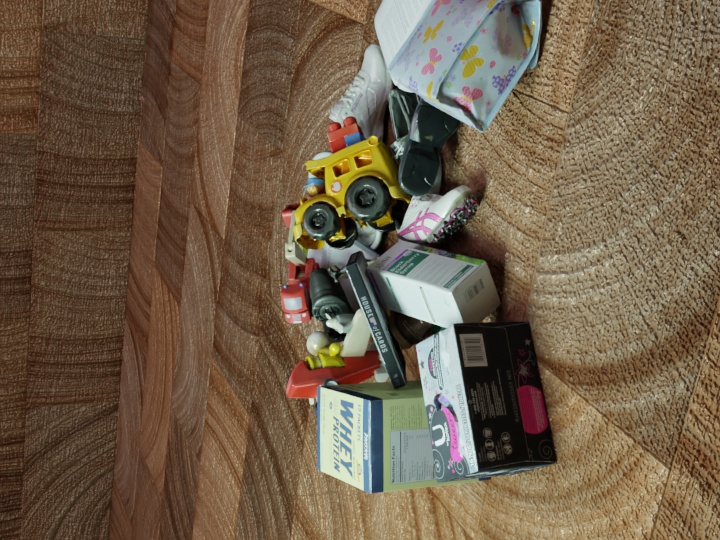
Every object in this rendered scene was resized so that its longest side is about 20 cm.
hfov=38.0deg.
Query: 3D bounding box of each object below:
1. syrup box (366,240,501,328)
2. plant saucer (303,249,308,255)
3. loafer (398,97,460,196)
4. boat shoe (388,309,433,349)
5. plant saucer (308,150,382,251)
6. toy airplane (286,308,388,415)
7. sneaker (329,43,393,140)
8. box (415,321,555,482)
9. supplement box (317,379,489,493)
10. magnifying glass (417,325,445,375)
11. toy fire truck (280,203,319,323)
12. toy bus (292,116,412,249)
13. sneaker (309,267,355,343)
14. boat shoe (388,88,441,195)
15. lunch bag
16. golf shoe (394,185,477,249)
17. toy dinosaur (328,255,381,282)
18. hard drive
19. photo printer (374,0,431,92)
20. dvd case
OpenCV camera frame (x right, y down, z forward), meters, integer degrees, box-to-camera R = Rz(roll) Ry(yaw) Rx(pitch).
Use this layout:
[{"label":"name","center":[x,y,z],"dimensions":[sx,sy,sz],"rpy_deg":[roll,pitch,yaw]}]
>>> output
[{"label":"syrup box","center":[0.106,0.022,1.559],"dimensions":[0.200,0.079,0.082],"rpy_deg":[17,139,51]},{"label":"plant saucer","center":[-0.073,-0.041,2.052],"dimensions":[0.200,0.048,0.201],"rpy_deg":[160,107,-64]},{"label":"loafer","center":[0.103,-0.214,1.615],"dimensions":[0.201,0.073,0.072],"rpy_deg":[-66,11,1]},{"label":"boat shoe","center":[0.082,0.053,1.690],"dimensions":[0.070,0.070,0.200],"rpy_deg":[-44,25,15]},{"label":"plant saucer","center":[-0.015,-0.128,1.875],"dimensions":[0.200,0.050,0.201],"rpy_deg":[38,144,35]},{"label":"toy airplane","center":[-0.031,0.153,1.802],"dimensions":[0.200,0.199,0.141],"rpy_deg":[-45,64,2]},{"label":"sneaker","center":[0.001,-0.296,1.827],"dimensions":[0.075,0.099,0.201],"rpy_deg":[-141,56,-61]},{"label":"box","center":[0.167,0.182,1.444],"dimensions":[0.115,0.132,0.201],"rpy_deg":[-38,56,58]},{"label":"supplement box","center":[0.061,0.246,1.594],"dimensions":[0.200,0.199,0.135],"rpy_deg":[180,90,-65]},{"label":"magnifying glass","center":[0.126,0.086,1.660],"dimensions":[0.080,0.022,0.201],"rpy_deg":[-119,35,-49]},{"label":"toy fire truck","center":[-0.110,-0.016,1.862],"dimensions":[0.200,0.049,0.141],"rpy_deg":[-79,-22,-55]},{"label":"toy bus","center":[-0.028,-0.146,1.725],"dimensions":[0.136,0.199,0.193],"rpy_deg":[21,-132,-72]},{"label":"sneaker","center":[-0.045,0.062,1.848],"dimensions":[0.200,0.076,0.091],"rpy_deg":[74,179,-60]},{"label":"boat shoe","center":[0.080,-0.200,1.691],"dimensions":[0.072,0.071,0.201],"rpy_deg":[143,122,-60]},{"label":"lunch bag","center":[0.159,-0.315,1.456],"dimensions":[0.200,0.127,0.170],"rpy_deg":[-58,31,7]},{"label":"golf shoe","center":[0.107,-0.084,1.610],"dimensions":[0.092,0.072,0.200],"rpy_deg":[59,147,10]},{"label":"toy dinosaur","center":[0.000,0.000,1.783],"dimensions":[0.200,0.088,0.048],"rpy_deg":[-10,101,43]},{"label":"hard drive","center":[-0.025,0.003,1.899],"dimensions":[0.200,0.025,0.132],"rpy_deg":[34,125,39]},{"label":"photo printer","center":[0.098,-0.408,1.647],"dimensions":[0.200,0.069,0.167],"rpy_deg":[123,139,-49]},{"label":"dvd case","center":[0.026,0.073,1.627],"dimensions":[0.150,0.025,0.201],"rpy_deg":[-73,-39,-82]}]
